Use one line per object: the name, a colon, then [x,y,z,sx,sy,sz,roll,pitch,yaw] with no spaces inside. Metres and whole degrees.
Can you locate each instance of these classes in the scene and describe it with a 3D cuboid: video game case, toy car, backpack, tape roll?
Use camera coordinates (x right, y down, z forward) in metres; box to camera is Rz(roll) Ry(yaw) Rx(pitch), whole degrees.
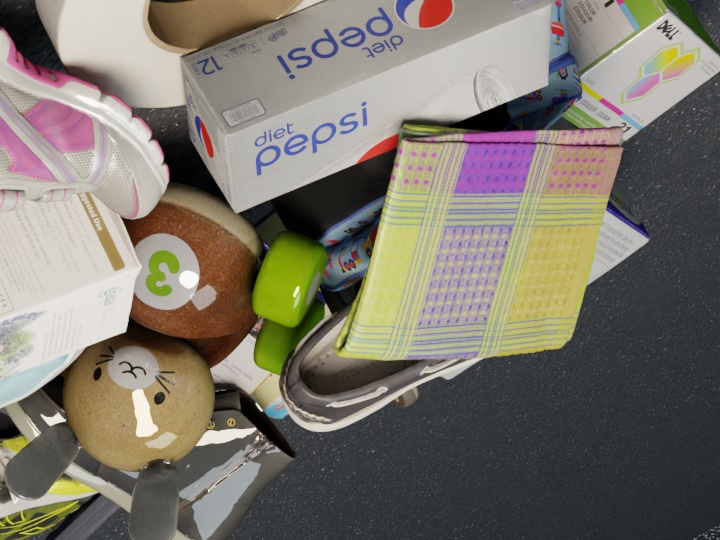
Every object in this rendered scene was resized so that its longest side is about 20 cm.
video game case: [-0.170,0.140,1.631,0.143,0.019,0.200,-43,-172,31]
toy car: [-0.131,0.061,1.321,0.158,0.163,0.201,94,19,-65]
backpack: [0.050,-0.093,1.353,0.199,0.135,0.182,-26,179,-30]
tape roll: [-0.072,-0.161,1.138,0.201,0.037,0.203,-24,154,-12]

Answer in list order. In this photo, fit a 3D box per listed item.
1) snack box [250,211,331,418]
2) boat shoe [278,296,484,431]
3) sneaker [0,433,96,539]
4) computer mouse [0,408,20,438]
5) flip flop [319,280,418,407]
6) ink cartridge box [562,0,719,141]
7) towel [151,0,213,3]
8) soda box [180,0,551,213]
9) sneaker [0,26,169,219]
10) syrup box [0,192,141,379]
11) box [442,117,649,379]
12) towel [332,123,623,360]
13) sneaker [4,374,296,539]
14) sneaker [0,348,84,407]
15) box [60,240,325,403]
snack box: [-0.015,0.000,1.523,0.199,0.117,0.037,-37,158,18]
boat shoe: [0.039,0.026,1.313,0.199,0.074,0.060,-29,167,-11]
sneaker: [-0.255,0.156,1.483,0.199,0.075,0.085,0,136,-44]
computer mouse: [-0.265,0.102,1.524,0.138,0.053,0.200,-39,149,6]
flip flop: [0.000,0.000,1.432,0.057,0.201,0.081,-22,140,1]
ink cartridge box: [0.209,-0.182,1.468,0.199,0.076,0.148,-35,158,16]
towel: [-0.010,-0.199,1.203,0.192,0.035,0.200,-6,149,-47]
soda box: [0.005,-0.108,1.192,0.199,0.064,0.069,-23,145,-15]
sneaker: [-0.184,-0.067,1.116,0.199,0.081,0.089,32,79,-40]
syrup box: [-0.225,0.017,1.184,0.199,0.082,0.079,-22,160,-21]
box: [0.085,-0.026,1.611,0.199,0.105,0.184,-35,158,14]
towel: [0.074,-0.016,1.258,0.199,0.023,0.145,-4,116,-44]
sneaker: [-0.143,0.097,1.459,0.200,0.075,0.106,39,104,-23]
sneaker: [-0.235,0.057,1.245,0.199,0.074,0.082,-30,-174,0]
box: [-0.114,0.037,1.484,0.200,0.119,0.042,-45,-166,32]
